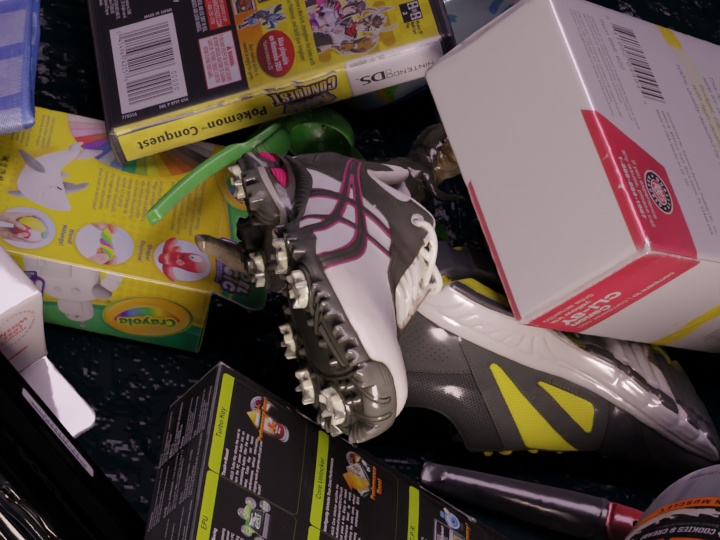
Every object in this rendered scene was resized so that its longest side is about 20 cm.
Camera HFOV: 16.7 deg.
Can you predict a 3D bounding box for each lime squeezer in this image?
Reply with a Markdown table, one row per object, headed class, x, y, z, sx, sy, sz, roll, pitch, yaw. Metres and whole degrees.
| class | x | y | z | sx | sy | sz | roll | pitch | yaw |
| --- | --- | --- | --- | --- | --- | --- | --- | --- | --- |
| lime squeezer | -0.037 | -0.051 | 1.257 | 0.200 | 0.038 | 0.071 | 4 | 83 | -44 |

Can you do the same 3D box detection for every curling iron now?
| class | x | y | z | sx | sy | sz | roll | pitch | yaw |
| --- | --- | --- | --- | --- | --- | --- | --- | --- | --- |
| curling iron | 0.124 | 0.128 | 1.175 | 0.199 | 0.026 | 0.050 | 21 | 39 | 4 |

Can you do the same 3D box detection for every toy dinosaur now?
| class | x | y | z | sx | sy | sz | roll | pitch | yaw |
| --- | --- | --- | --- | --- | --- | --- | --- | --- | --- |
| toy dinosaur | 0.007 | -0.012 | 1.239 | 0.200 | 0.047 | 0.088 | -27 | 88 | -38 |

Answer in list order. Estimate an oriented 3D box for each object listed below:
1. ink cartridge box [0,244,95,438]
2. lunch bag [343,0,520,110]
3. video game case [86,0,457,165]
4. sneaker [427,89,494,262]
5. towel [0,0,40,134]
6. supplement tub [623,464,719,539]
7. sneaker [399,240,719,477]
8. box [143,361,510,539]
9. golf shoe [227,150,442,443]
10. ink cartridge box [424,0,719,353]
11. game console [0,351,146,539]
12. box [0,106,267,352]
| class | x | y | z | sx | sy | sz | roll | pitch | yaw |
| --- | --- | --- | --- | --- | --- | --- | --- | --- | --- |
| ink cartridge box | -0.221 | 0.014 | 1.106 | 0.115 | 0.068 | 0.200 | -36 | 70 | -21 |
| lunch bag | 0.030 | -0.198 | 1.390 | 0.160 | 0.083 | 0.200 | -25 | 44 | 13 |
| video game case | -0.054 | -0.150 | 1.292 | 0.180 | 0.026 | 0.200 | -16 | 44 | 2 |
| sneaker | 0.093 | -0.082 | 1.348 | 0.075 | 0.079 | 0.200 | -1 | 46 | -21 |
| towel | -0.262 | -0.109 | 1.245 | 0.199 | 0.024 | 0.147 | -6 | 42 | 1 |
| supplement tub | 0.143 | 0.174 | 1.039 | 0.122 | 0.123 | 0.200 | 30 | 32 | 12 |
| sneaker | 0.088 | 0.058 | 1.210 | 0.200 | 0.085 | 0.075 | 29 | 24 | -20 |
| box | -0.007 | 0.162 | 1.026 | 0.193 | 0.048 | 0.200 | 31 | 38 | -22 |
| golf shoe | 0.000 | 0.000 | 1.096 | 0.088 | 0.077 | 0.200 | -9 | 34 | -11 |
| ink cartridge box | 0.141 | -0.043 | 1.216 | 0.200 | 0.083 | 0.146 | 9 | 54 | -50 |
| game console | -0.172 | 0.124 | 1.004 | 0.200 | 0.116 | 0.176 | 53 | 9 | -19 |
| box | -0.143 | -0.026 | 1.231 | 0.199 | 0.048 | 0.118 | 11 | 42 | -5 |
